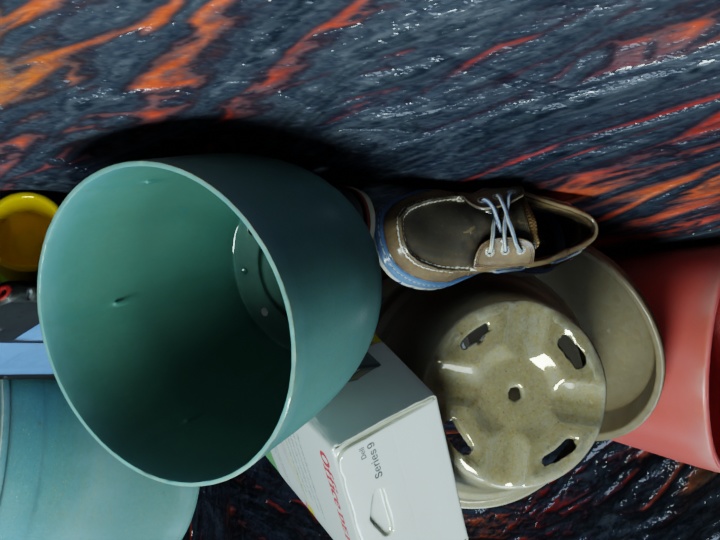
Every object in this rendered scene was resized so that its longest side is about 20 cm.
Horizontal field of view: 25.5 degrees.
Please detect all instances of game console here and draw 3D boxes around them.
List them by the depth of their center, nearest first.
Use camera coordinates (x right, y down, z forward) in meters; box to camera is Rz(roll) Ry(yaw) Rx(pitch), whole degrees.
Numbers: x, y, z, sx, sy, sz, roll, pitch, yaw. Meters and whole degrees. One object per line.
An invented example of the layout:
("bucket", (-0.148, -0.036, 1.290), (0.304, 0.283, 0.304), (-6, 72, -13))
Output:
("game console", (-0.223, 0.047, 1.176), (0.199, 0.031, 0.176), (3, 162, -45))

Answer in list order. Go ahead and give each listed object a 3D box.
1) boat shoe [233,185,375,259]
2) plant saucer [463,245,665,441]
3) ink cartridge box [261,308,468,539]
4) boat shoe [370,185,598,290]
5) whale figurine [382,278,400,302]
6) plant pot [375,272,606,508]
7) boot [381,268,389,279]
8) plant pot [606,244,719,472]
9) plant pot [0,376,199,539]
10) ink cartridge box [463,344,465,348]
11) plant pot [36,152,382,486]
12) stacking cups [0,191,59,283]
("boat shoe", (-0.072, -0.024, 1.141), (0.062, 0.072, 0.199), (11, 168, -42))
("plant saucer", (0.170, 0.052, 1.337), (0.199, 0.201, 0.029), (-12, -161, 45))
("ink cartridge box", (-0.016, 0.111, 1.152), (0.087, 0.146, 0.200), (-26, -143, -15))
("boat shoe", (0.093, -0.032, 1.143), (0.199, 0.073, 0.072), (-6, 171, -45))
("whale figurine", (-0.002, 0.042, 1.406), (0.157, 0.105, 0.200), (-5, 177, 13))
("plant pot", (0.101, 0.088, 1.202), (0.198, 0.203, 0.183), (-1, 178, -6))
("boot", (0.000, 0.000, 1.262), (0.198, 0.076, 0.074), (-6, 167, 10))
("plant pot", (0.255, 0.070, 1.427), (0.176, 0.203, 0.200), (4, 174, 29))
("plant pot", (-0.240, 0.163, 1.341), (0.186, 0.202, 0.200), (9, 166, -26))
("ink cartridge box", (0.004, 0.078, 1.478), (0.198, 0.045, 0.094), (-17, -159, -5))
("plant pot", (-0.080, 0.015, 1.019), (0.199, 0.203, 0.161), (-9, -172, 34))
("stacking cups", (-0.252, 0.005, 1.193), (0.060, 0.061, 0.200), (0, 161, -12))
